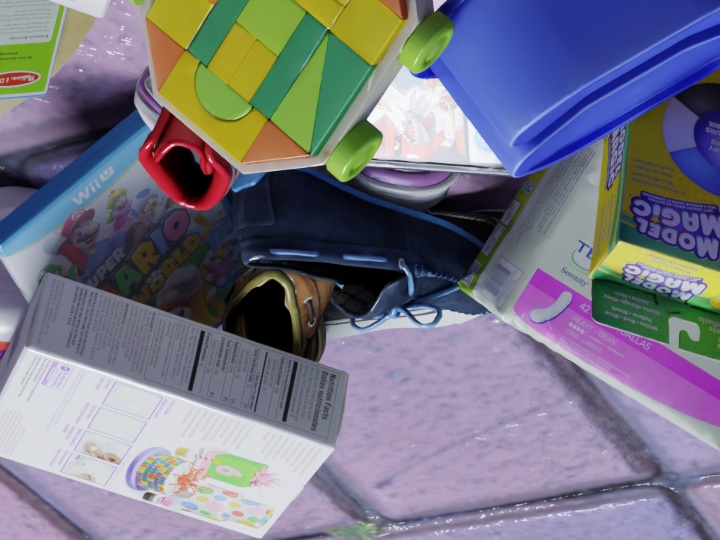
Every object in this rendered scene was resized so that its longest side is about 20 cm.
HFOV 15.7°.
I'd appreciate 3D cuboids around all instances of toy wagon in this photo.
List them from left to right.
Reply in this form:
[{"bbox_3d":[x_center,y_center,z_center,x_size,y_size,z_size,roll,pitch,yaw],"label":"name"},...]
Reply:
[{"bbox_3d":[-0.027,-0.147,1.288,0.155,0.040,0.200,40,114,12],"label":"toy wagon"}]

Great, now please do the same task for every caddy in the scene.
[{"bbox_3d":[0.119,-0.138,1.335,0.199,0.105,0.141,-30,167,-3],"label":"caddy"}]

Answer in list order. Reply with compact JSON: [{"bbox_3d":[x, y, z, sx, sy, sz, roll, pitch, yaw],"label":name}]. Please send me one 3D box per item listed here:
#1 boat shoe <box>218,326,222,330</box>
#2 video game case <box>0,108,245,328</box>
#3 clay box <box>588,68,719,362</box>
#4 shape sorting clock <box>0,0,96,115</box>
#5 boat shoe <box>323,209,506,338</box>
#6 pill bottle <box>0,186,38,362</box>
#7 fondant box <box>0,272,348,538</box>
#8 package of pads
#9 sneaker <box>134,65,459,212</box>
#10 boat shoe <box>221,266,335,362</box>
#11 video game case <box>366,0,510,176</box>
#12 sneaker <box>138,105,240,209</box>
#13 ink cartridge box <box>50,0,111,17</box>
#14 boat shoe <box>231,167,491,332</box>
[{"bbox_3d":[-0.089,0.102,1.816,0.074,0.087,0.202,-10,142,27],"label":"boat shoe"},{"bbox_3d":[-0.142,-0.007,1.639,0.018,0.143,0.200,41,165,36],"label":"video game case"},{"bbox_3d":[0.190,-0.050,1.415,0.114,0.201,0.048,16,147,-12],"label":"clay box"},{"bbox_3d":[-0.227,-0.152,1.431,0.199,0.039,0.201,-23,138,-23],"label":"shape sorting clock"},{"bbox_3d":[0.021,-0.003,1.646,0.199,0.071,0.064,-16,141,36],"label":"boat shoe"},{"bbox_3d":[-0.226,0.041,1.734,0.112,0.113,0.200,8,147,2],"label":"pill bottle"},{"bbox_3d":[-0.125,0.087,1.616,0.199,0.059,0.144,20,146,-12],"label":"fondant box"},{"bbox_3d":[0.178,-0.005,1.538,0.199,0.155,0.068,30,-176,-29],"label":"package of pads"},{"bbox_3d":[-0.040,-0.072,1.554,0.199,0.075,0.100,17,162,1],"label":"sneaker"},{"bbox_3d":[-0.060,0.032,1.638,0.072,0.068,0.200,30,145,9],"label":"boat shoe"},{"bbox_3d":[-0.008,-0.139,1.432,0.198,0.026,0.182,4,125,7],"label":"video game case"},{"bbox_3d":[-0.068,-0.119,1.370,0.078,0.116,0.201,8,126,6],"label":"sneaker"},{"bbox_3d":[-0.120,-0.233,1.291,0.067,0.117,0.200,20,145,-10],"label":"ink cartridge box"},{"bbox_3d":[0.000,0.000,1.531,0.199,0.069,0.084,18,154,-30],"label":"boat shoe"}]
